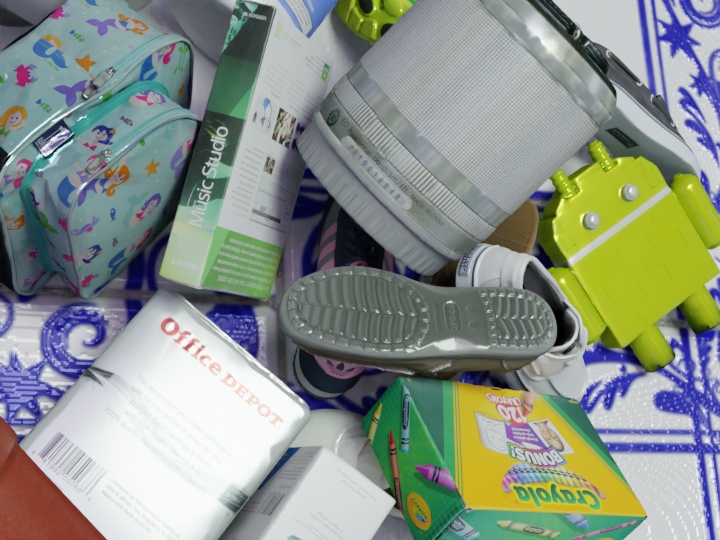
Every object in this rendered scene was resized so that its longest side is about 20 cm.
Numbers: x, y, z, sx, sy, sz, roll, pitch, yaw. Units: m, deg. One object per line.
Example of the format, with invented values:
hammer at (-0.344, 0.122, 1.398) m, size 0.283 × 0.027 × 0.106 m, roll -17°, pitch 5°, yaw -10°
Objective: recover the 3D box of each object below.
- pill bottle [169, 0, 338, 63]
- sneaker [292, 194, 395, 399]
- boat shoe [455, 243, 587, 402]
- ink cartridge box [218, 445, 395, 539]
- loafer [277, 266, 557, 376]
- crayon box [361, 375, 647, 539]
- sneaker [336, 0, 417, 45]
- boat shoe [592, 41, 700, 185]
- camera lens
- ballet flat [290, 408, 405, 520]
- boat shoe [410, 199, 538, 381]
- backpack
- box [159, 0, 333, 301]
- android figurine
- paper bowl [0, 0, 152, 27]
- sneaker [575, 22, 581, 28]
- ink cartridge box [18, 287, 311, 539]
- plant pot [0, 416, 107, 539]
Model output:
pill bottle at (-0.056, -0.263, 0.967) m, size 0.112 × 0.112 × 0.200 m, roll 38°, pitch 71°, yaw -6°
sneaker at (0.000, 0.000, 0.931) m, size 0.070 × 0.082 × 0.200 m, roll 14°, pitch 68°, yaw -13°
boat shoe at (0.144, 0.054, 0.931) m, size 0.200 × 0.065 × 0.074 m, roll 46°, pitch 61°, yaw -42°
ink cartridge box at (-0.073, 0.220, 0.806) m, size 0.067 × 0.116 × 0.200 m, roll 39°, pitch 71°, yaw -10°
loafer at (0.038, 0.049, 0.849) m, size 0.200 × 0.070 × 0.075 m, roll 7°, pitch 55°, yaw -5°
crayon box at (0.109, 0.150, 0.880) m, size 0.200 × 0.058 × 0.119 m, roll 12°, pitch 38°, yaw -39°
sneaker at (0.046, -0.211, 1.010) m, size 0.084 × 0.074 × 0.200 m, roll 12°, pitch 35°, yaw -49°
boat shoe at (0.245, -0.136, 1.050) m, size 0.200 × 0.070 × 0.066 m, roll 30°, pitch 65°, yaw -36°
camera lens at (0.072, -0.115, 0.860) m, size 0.200 × 0.160 × 0.160 m, roll -44°, pitch 92°, yaw 11°
ballet flat at (0.038, 0.161, 0.904) m, size 0.200 × 0.069 × 0.069 m, roll 32°, pitch 64°, yaw -9°
boat shoe at (0.089, 0.017, 0.981) m, size 0.073 × 0.063 × 0.200 m, roll 24°, pitch 60°, yaw 16°
backpack at (-0.196, -0.093, 0.827) m, size 0.150 × 0.178 × 0.200 m, roll 30°, pitch 60°, yaw 8°
box at (-0.079, -0.081, 0.864) m, size 0.036 × 0.144 × 0.200 m, roll 14°, pitch 88°, yaw 16°
android figurine at (0.237, -0.017, 1.033) m, size 0.182 × 0.041 × 0.200 m, roll -33°, pitch 97°, yaw -15°
paper bowl at (-0.200, -0.251, 0.868) m, size 0.201 × 0.201 × 0.104 m, roll -35°, pitch 87°, yaw -27°
sneaker at (0.123, -0.170, 1.044) m, size 0.114 × 0.073 × 0.201 m, roll 24°, pitch 52°, yaw 8°
ink cartridge box at (-0.153, 0.135, 0.827) m, size 0.147 × 0.083 × 0.200 m, roll 42°, pitch 64°, yaw -4°
plant pot at (-0.221, 0.192, 0.663) m, size 0.195 × 0.201 × 0.201 m, roll 45°, pitch 63°, yaw -14°
